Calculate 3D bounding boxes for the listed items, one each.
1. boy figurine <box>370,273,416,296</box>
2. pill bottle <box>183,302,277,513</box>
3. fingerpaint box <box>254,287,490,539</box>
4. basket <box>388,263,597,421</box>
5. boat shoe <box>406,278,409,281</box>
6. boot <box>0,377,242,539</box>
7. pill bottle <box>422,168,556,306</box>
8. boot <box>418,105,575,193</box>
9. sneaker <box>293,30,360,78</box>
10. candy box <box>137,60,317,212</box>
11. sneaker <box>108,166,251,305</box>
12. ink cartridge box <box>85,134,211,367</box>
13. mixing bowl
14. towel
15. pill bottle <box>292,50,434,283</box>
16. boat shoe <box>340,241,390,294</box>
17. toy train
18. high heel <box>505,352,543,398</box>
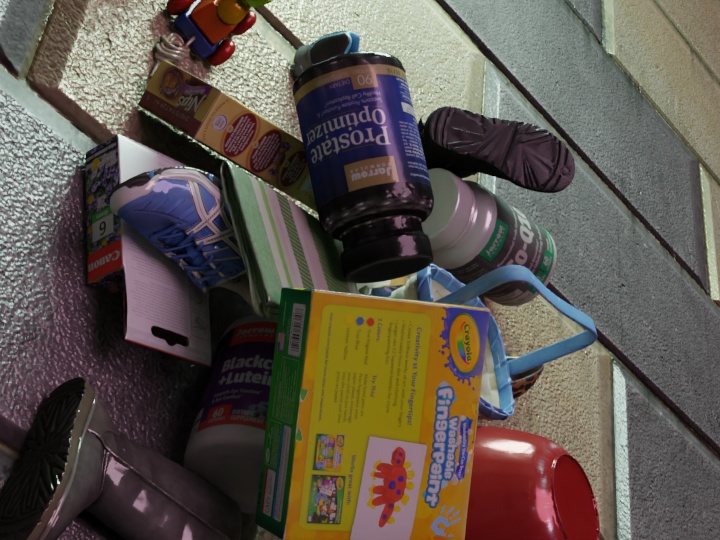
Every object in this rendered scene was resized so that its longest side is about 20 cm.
[{"bbox_3d":[0.005,-0.011,1.460,0.064,0.124,0.201,87,-2,-79],"label":"boy figurine"},{"bbox_3d":[-0.084,0.109,1.250,0.111,0.111,0.200,45,37,-29],"label":"pill bottle"},{"bbox_3d":[0.010,0.121,1.145,0.166,0.073,0.201,6,89,-24],"label":"fingerpaint box"},{"bbox_3d":[0.110,0.069,1.337,0.176,0.200,0.139,33,35,-46],"label":"basket"},{"bbox_3d":[0.027,0.001,1.529,0.074,0.060,0.200,-22,86,-18],"label":"boat shoe"},{"bbox_3d":[-0.185,0.202,1.096,0.200,0.072,0.182,53,36,-30],"label":"boot"},{"bbox_3d":[0.139,-0.040,1.668,0.200,0.113,0.113,29,47,-43],"label":"pill bottle"},{"bbox_3d":[0.143,-0.137,1.653,0.198,0.162,0.074,18,81,-8],"label":"boot"},{"bbox_3d":[0.000,-0.180,1.588,0.200,0.082,0.073,60,31,-11],"label":"sneaker"},{"bbox_3d":[-0.109,-0.127,1.365,0.200,0.057,0.117,28,3,-43],"label":"candy box"},{"bbox_3d":[-0.136,-0.029,1.205,0.200,0.076,0.077,25,46,-47],"label":"sneaker"},{"bbox_3d":[-0.190,-0.011,1.235,0.109,0.050,0.200,25,51,-47],"label":"ink cartridge box"},{"bbox_3d":[0.150,0.227,1.266,0.200,0.108,0.201,38,42,-45],"label":"mixing bowl"},{"bbox_3d":[-0.054,0.000,1.245,0.200,0.023,0.153,30,37,-56],"label":"towel"},{"bbox_3d":[0.007,-0.095,1.304,0.112,0.112,0.200,7,67,-53],"label":"pill bottle"},{"bbox_3d":[0.000,0.000,1.390,0.071,0.069,0.200,-10,115,-70],"label":"boat shoe"},{"bbox_3d":[-0.136,-0.267,1.419,0.085,0.116,0.200,51,35,-21],"label":"toy train"},{"bbox_3d":[0.099,0.113,1.480,0.200,0.142,0.072,13,59,-52],"label":"high heel"}]
